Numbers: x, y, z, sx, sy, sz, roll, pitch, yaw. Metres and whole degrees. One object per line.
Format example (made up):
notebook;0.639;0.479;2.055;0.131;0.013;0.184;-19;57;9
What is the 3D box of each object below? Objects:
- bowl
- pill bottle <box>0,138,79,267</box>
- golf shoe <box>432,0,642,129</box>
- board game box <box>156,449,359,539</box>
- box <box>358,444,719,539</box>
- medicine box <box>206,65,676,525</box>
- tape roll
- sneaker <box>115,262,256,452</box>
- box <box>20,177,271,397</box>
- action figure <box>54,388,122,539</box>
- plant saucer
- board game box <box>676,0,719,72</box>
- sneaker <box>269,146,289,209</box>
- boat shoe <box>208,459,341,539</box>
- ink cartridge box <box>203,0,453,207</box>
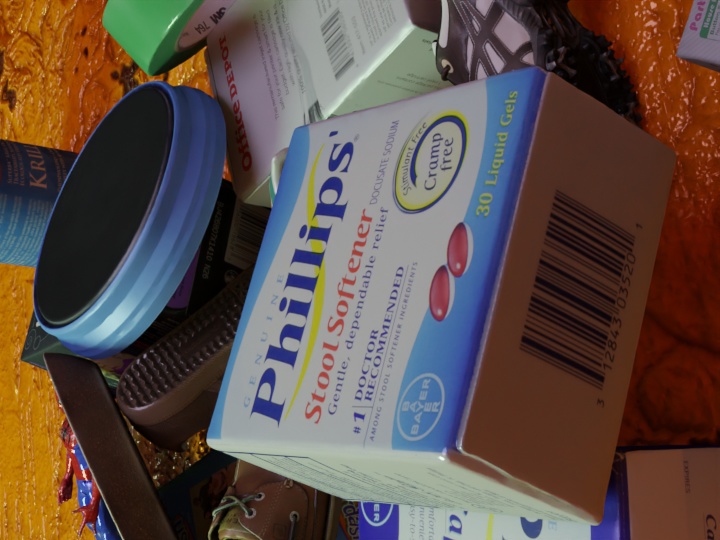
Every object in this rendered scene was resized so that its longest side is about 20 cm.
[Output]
bowl;-0.164;-0.039;0.957;0.200;0.039;0.202;-36;41;38
pill bottle;-0.340;-0.065;1.244;0.112;0.198;0.114;-11;75;50
golf shoe;0.093;-0.111;0.783;0.094;0.077;0.202;-30;68;46
board game box;-0.069;0.192;0.975;0.200;0.045;0.154;-37;57;42
box;0.096;0.185;0.713;0.199;0.104;0.186;-13;75;50
medicine box;0.035;0.017;0.684;0.199;0.102;0.184;-6;64;52
tape roll;-0.091;-0.221;0.962;0.048;0.200;0.200;47;130;-2
sneaker;-0.070;0.051;0.950;0.199;0.076;0.071;-30;48;-1
box;-0.159;0.013;1.053;0.199;0.105;0.123;-21;51;49
action figure;-0.214;0.177;1.106;0.065;0.051;0.202;24;124;56
plant saucer;-0.166;0.143;0.972;0.201;0.034;0.201;61;168;23
board game box;0.249;-0.142;0.604;0.199;0.064;0.149;26;104;50
sneaker;0.000;-0.001;0.853;0.070;0.094;0.200;-33;53;-10
boat shoe;-0.057;0.160;0.874;0.072;0.068;0.202;-22;67;46
ink cartridge box;-0.012;-0.152;0.926;0.200;0.085;0.148;-42;52;42
